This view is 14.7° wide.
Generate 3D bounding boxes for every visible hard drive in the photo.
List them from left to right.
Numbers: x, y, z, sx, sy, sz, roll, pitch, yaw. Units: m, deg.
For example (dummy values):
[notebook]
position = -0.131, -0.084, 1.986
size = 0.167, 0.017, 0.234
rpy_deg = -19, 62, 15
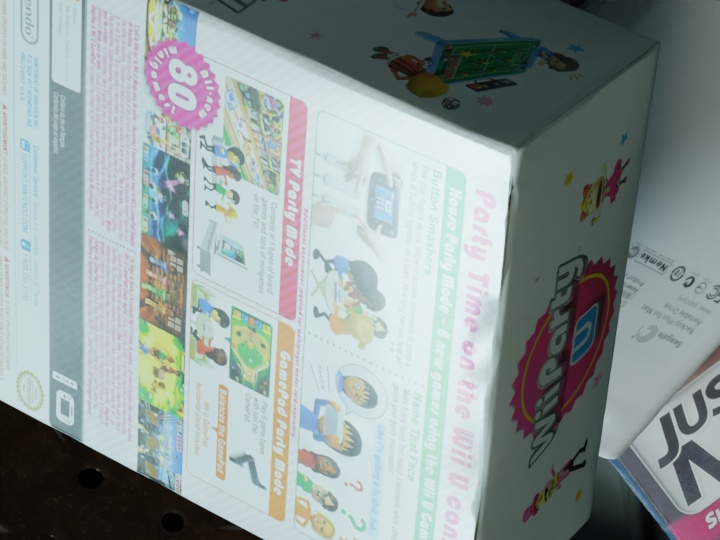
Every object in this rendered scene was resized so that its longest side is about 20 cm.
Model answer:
[hard drive]
position = 0.096, -0.040, 0.770
size = 0.200, 0.132, 0.026
rpy_deg = -50, 51, 13

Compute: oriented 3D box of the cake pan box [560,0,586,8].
[cake pan box]
position = 0.061, -0.143, 0.713
size = 0.052, 0.184, 0.200
rpy_deg = 35, 138, 26

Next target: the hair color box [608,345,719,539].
[hair color box]
position = 0.093, -0.002, 0.869
size = 0.100, 0.061, 0.200
rpy_deg = -38, 105, 2

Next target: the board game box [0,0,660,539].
[board game box]
position = -0.034, -0.019, 0.695
size = 0.200, 0.064, 0.148
rpy_deg = 27, 132, 26

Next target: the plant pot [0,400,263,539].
[plant pot]
position = -0.103, 0.136, 0.977
size = 0.200, 0.200, 0.198
rpy_deg = 31, 140, 5
